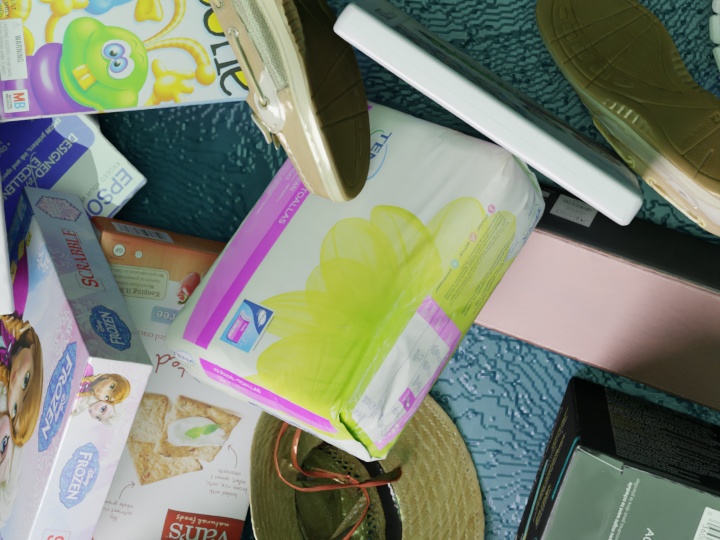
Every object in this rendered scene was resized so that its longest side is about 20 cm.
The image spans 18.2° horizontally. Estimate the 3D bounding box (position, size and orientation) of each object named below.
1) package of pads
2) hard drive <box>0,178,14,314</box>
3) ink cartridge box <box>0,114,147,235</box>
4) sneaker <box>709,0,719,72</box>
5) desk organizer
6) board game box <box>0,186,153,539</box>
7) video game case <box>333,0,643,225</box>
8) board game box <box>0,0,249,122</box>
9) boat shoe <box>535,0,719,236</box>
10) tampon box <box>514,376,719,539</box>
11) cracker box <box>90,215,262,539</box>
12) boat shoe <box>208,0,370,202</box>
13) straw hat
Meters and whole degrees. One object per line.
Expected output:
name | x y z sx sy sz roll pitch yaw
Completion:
package of pads | 0.000 0.000 1.327 0.154 0.068 0.201 22 71 37
hard drive | -0.238 -0.081 1.343 0.026 0.132 0.202 -8 100 -16
ink cartridge box | -0.268 -0.061 1.435 0.198 0.043 0.200 -44 93 9
sneaker | 0.266 -0.104 1.354 0.077 0.091 0.202 -11 102 -31
desk organizer | 0.165 0.016 1.391 0.199 0.072 0.078 20 115 7
board game box | -0.194 0.085 1.347 0.041 0.200 0.201 9 116 -26
video game case | 0.079 -0.099 1.331 0.199 0.182 0.024 34 99 0
board game box | -0.129 -0.150 1.357 0.198 0.105 0.104 -6 96 -12
boat shoe | 0.173 -0.095 1.362 0.073 0.069 0.200 -28 59 -15
tampon box | 0.162 0.169 1.349 0.125 0.200 0.151 19 99 2
cracker box | -0.125 0.079 1.416 0.133 0.058 0.202 11 99 -16
boat shoe | -0.052 -0.132 1.293 0.063 0.073 0.202 -15 106 28
straw hat | -0.020 0.153 1.416 0.085 0.200 0.203 -15 97 47
